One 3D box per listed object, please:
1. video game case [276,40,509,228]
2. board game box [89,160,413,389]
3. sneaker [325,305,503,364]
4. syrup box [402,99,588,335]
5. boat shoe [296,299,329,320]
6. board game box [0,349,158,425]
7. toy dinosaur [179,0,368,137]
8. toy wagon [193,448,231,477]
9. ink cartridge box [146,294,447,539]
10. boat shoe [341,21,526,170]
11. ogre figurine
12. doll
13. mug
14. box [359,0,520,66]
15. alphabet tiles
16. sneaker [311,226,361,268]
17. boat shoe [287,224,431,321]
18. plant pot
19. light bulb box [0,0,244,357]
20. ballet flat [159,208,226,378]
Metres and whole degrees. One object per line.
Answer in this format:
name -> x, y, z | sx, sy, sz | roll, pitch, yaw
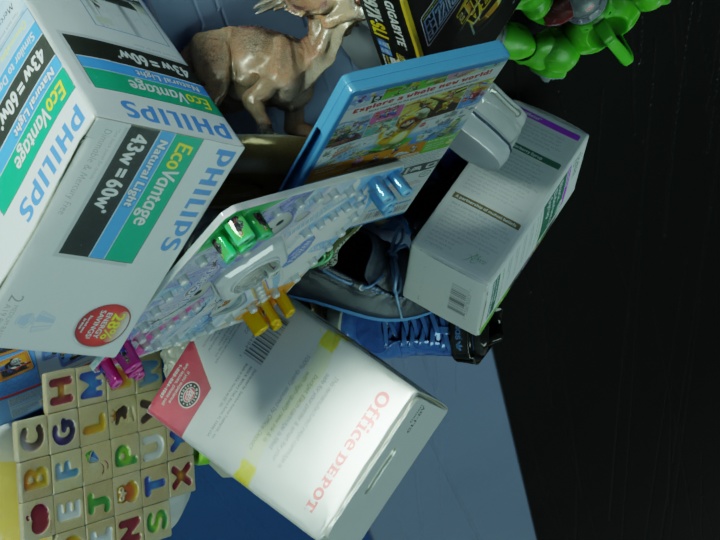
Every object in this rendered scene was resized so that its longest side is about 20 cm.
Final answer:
video game case -> 0.012, -0.089, 1.208 | 0.143, 0.018, 0.200 | -16, 156, -33
board game box -> -0.076, 0.004, 1.201 | 0.200, 0.026, 0.200 | -19, 160, -50
sneaker -> 0.060, 0.048, 1.532 | 0.200, 0.111, 0.077 | 4, 88, -56
syrup box -> 0.121, -0.050, 1.446 | 0.200, 0.081, 0.079 | -53, 163, -32
boat shoe -> -0.057, 0.051, 1.514 | 0.069, 0.074, 0.200 | -50, 144, -4
board game box -> -0.246, 0.039, 1.348 | 0.151, 0.037, 0.200 | -22, 151, -18
toy dinosaur -> -0.083, -0.157, 1.231 | 0.200, 0.136, 0.086 | -4, 173, 5
toy wagon -> -0.063, 0.120, 1.490 | 0.155, 0.040, 0.200 | 1, 137, -33
ink cartridge box -> -0.052, 0.114, 1.352 | 0.145, 0.200, 0.083 | -57, 154, 1
boat shoe -> 0.058, -0.164, 1.336 | 0.200, 0.074, 0.065 | 42, 73, -32
ogre figurine -> 0.180, -0.227, 1.362 | 0.200, 0.098, 0.120 | -48, 134, 2
doll -> 0.060, -0.080, 1.471 | 0.136, 0.048, 0.200 | -31, 151, -17
mug -> -0.248, 0.194, 1.483 | 0.153, 0.186, 0.150 | -11, 95, -43
box -> 0.077, -0.235, 1.228 | 0.200, 0.049, 0.160 | -57, 152, -19
alphabet tiles -> -0.212, 0.159, 1.387 | 0.200, 0.006, 0.167 | -10, 100, -51
sneaker -> -0.039, -0.027, 1.361 | 0.200, 0.077, 0.089 | -43, 135, -36
boat shoe -> 0.000, 0.000, 1.453 | 0.200, 0.084, 0.069 | 4, 142, -28
plant pot -> -0.107, -0.072, 1.254 | 0.200, 0.028, 0.200 | -3, 173, 0
light bulb box -> -0.211, -0.080, 1.118 | 0.125, 0.200, 0.198 | 8, 126, -44
ballet flat -> -0.139, 0.024, 1.405 | 0.072, 0.072, 0.200 | -5, 126, -35
